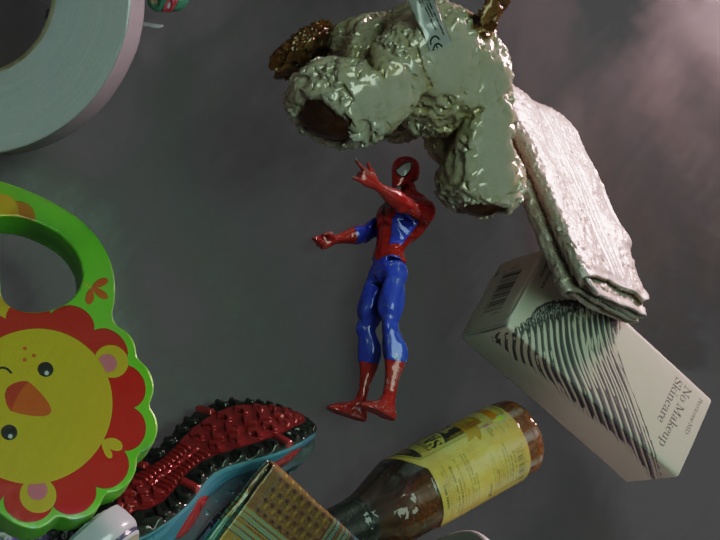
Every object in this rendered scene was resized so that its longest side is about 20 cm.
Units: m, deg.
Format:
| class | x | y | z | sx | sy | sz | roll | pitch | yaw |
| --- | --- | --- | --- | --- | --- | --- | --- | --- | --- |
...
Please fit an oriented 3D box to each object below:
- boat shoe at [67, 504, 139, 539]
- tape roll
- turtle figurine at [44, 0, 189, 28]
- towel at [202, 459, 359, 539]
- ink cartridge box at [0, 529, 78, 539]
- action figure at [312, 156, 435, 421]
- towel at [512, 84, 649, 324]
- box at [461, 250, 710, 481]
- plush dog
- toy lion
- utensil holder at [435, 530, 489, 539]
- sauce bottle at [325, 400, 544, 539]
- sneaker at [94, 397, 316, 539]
| class | x | y | z | sx | sy | sz | roll | pitch | yaw |
| --- | --- | --- | --- | --- | --- | --- | --- | --- | --- |
| boat shoe | -0.180 | 0.234 | 0.892 | 0.062 | 0.072 | 0.201 | 36 | 106 | 14 |
| tape roll | -0.238 | -0.174 | 0.930 | 0.198 | 0.066 | 0.203 | 0 | 94 | 0 |
| turtle figurine | -0.179 | -0.224 | 1.007 | 0.199 | 0.101 | 0.151 | 29 | 82 | -13 |
| towel | -0.080 | 0.242 | 0.977 | 0.201 | 0.022 | 0.147 | -53 | 127 | -14 |
| ink cartridge box | -0.268 | 0.123 | 0.920 | 0.199 | 0.050 | 0.110 | 21 | 71 | -26 |
| action figure | 0.000 | 0.000 | 1.088 | 0.098 | 0.065 | 0.202 | 25 | 69 | -33 |
| towel | 0.160 | -0.057 | 1.145 | 0.132 | 0.034 | 0.202 | 20 | 44 | -56 |
| box | 0.182 | 0.079 | 1.177 | 0.200 | 0.068 | 0.083 | 39 | 63 | -18 |
| plush dog | 0.033 | -0.145 | 1.076 | 0.199 | 0.171 | 0.162 | 24 | 89 | -29 |
| toy lion | -0.208 | 0.052 | 0.891 | 0.190 | 0.069 | 0.202 | 23 | 60 | -8 |
| utensil holder | 0.100 | 0.308 | 1.032 | 0.200 | 0.170 | 0.170 | 43 | 63 | -14 |
| sauce bottle | 0.046 | 0.159 | 1.086 | 0.199 | 0.066 | 0.067 | -22 | 92 | -33 |
| sneaker | -0.108 | 0.158 | 1.006 | 0.199 | 0.079 | 0.096 | -28 | 131 | -43 |
